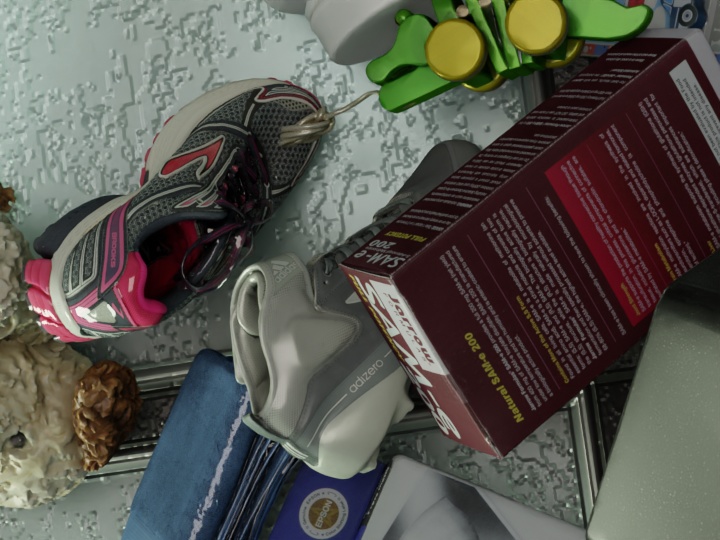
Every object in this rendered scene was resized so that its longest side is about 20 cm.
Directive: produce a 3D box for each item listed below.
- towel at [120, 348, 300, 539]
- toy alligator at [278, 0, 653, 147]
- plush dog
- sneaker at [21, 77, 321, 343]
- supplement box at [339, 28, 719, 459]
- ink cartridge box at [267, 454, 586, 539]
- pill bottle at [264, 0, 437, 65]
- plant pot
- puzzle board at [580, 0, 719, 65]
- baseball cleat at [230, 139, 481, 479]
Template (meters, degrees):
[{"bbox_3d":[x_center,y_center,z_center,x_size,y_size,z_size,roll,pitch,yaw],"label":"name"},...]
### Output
[{"bbox_3d":[-0.091,0.143,1.062,0.048,0.112,0.201,22,92,-23],"label":"towel"},{"bbox_3d":[0.044,-0.115,1.018,0.199,0.059,0.055,-16,83,17],"label":"toy alligator"},{"bbox_3d":[-0.205,0.048,1.093,0.199,0.160,0.172,-23,98,30],"label":"plush dog"},{"bbox_3d":[-0.077,-0.027,1.036,0.074,0.200,0.081,-1,125,42],"label":"sneaker"},{"bbox_3d":[0.101,-0.017,0.984,0.200,0.061,0.109,-38,110,-17],"label":"supplement box"},{"bbox_3d":[0.020,0.194,0.977,0.199,0.041,0.200,18,75,21],"label":"ink cartridge box"},{"bbox_3d":[-0.028,-0.211,1.064,0.109,0.109,0.201,-31,79,10],"label":"pill bottle"},{"bbox_3d":[0.219,0.082,0.921,0.177,0.200,0.200,27,119,24],"label":"plant pot"},{"bbox_3d":[0.174,-0.201,1.022,0.150,0.017,0.201,11,89,46],"label":"puzzle board"},{"bbox_3d":[0.000,0.000,1.018,0.106,0.070,0.201,32,57,-19],"label":"baseball cleat"}]
